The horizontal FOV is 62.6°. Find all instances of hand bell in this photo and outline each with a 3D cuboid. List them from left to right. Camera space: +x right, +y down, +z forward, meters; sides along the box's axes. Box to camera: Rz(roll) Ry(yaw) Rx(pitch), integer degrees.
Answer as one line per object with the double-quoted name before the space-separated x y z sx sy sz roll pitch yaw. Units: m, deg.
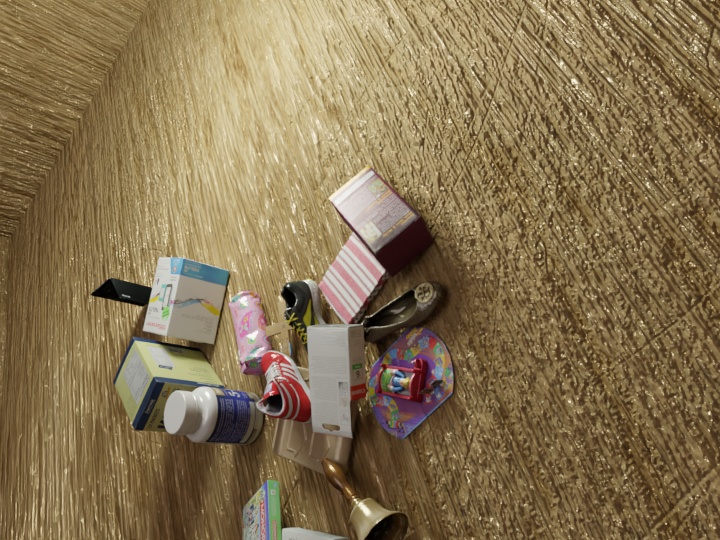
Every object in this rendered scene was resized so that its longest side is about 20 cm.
"hand bell" -0.015 0.402 1.048 0.199 0.103 0.105 36 103 46

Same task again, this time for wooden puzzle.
"wooden puzzle" -0.085 0.301 1.199 0.198 0.046 0.189 3 79 41

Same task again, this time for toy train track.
"toy train track" -0.158 0.169 1.328 0.113 0.032 0.204 -19 69 33

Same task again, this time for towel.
"towel" 0.000 0.000 1.224 0.201 0.030 0.147 -55 46 14

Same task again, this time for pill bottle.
"pill bottle" -0.327 0.324 1.322 0.118 0.198 0.122 -16 65 40

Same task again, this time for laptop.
"laptop" -0.684 0.094 1.780 0.199 0.176 0.105 -30 56 34

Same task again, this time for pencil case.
"pencil case" -0.258 0.149 1.394 0.087 0.087 0.202 -40 51 29

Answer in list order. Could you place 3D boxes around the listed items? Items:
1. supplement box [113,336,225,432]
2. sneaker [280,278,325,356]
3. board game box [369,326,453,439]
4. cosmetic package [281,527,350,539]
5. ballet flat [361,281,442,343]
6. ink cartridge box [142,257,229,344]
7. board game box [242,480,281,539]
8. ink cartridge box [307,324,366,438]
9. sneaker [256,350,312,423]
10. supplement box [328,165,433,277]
"supplement box" -0.479 0.290 1.488 0.199 0.198 0.136 38 104 46
"sneaker" -0.122 0.114 1.254 0.074 0.084 0.203 -40 57 42
"board game box" 0.075 0.196 1.069 0.200 0.039 0.159 -48 48 23
"cosmetic package" -0.091 0.597 1.101 0.149 0.051 0.204 -12 68 40
"ballet flat" 0.068 0.077 1.098 0.199 0.046 0.068 -33 44 34
"ink cartridge box" -0.465 0.081 1.582 0.145 0.145 0.204 1 78 46
"board game box" -0.200 0.551 1.195 0.135 0.029 0.202 -53 32 35
"ink cartridge box" -0.044 0.205 1.121 0.108 0.050 0.204 -4 89 40
"sneaker" -0.173 0.225 1.191 0.200 0.112 0.072 42 104 40
"supplement box" 0.038 -0.099 1.151 0.110 0.086 0.201 -39 48 0
